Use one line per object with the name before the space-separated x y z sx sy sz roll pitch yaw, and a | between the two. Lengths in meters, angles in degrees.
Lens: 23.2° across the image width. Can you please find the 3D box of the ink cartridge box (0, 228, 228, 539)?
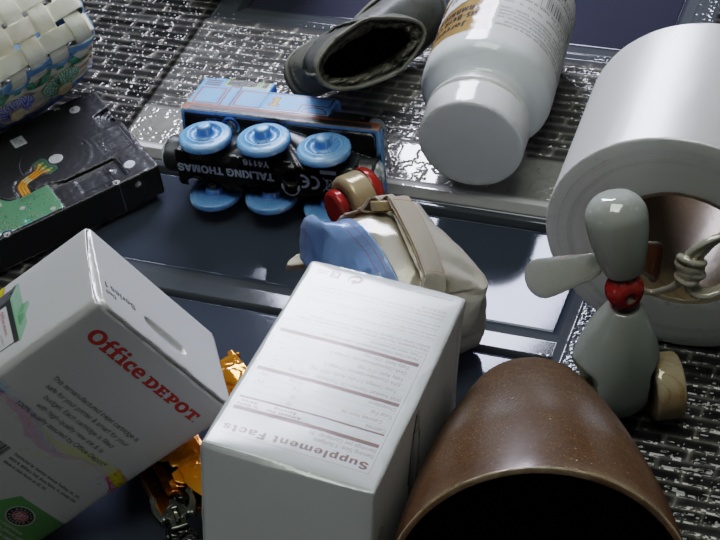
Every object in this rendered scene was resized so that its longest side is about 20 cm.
ink cartridge box | -0.212 0.086 1.212 0.200 0.145 0.084 -34 40 15

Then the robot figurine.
robot figurine | -0.087 0.144 1.246 0.144 0.058 0.200 -25 44 -15

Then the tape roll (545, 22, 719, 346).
tape roll | 0.250 -0.061 1.298 0.202 0.203 0.139 9 45 19

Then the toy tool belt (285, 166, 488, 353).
toy tool belt | 0.000 0.000 1.336 0.122 0.125 0.200 -22 46 -23

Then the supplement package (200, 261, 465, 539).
supplement package | -0.015 0.106 1.149 0.117 0.117 0.200 14 40 13

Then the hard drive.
hard drive | -0.288 -0.072 1.528 0.199 0.038 0.140 -27 45 -19

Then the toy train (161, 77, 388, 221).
toy train | -0.067 -0.104 1.489 0.199 0.087 0.114 7 39 18

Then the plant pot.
plant pot | 0.113 0.147 1.137 0.186 0.188 0.200 -4 29 7

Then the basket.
basket | -0.335 -0.198 1.593 0.176 0.140 0.200 -33 10 -22

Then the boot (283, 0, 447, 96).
boot | 0.020 -0.203 1.514 0.181 0.073 0.200 -35 4 -11

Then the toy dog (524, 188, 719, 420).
toy dog | 0.180 0.026 1.244 0.131 0.201 0.096 8 28 -18

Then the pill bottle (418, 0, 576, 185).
pill bottle | 0.114 -0.171 1.502 0.114 0.115 0.201 5 45 15
